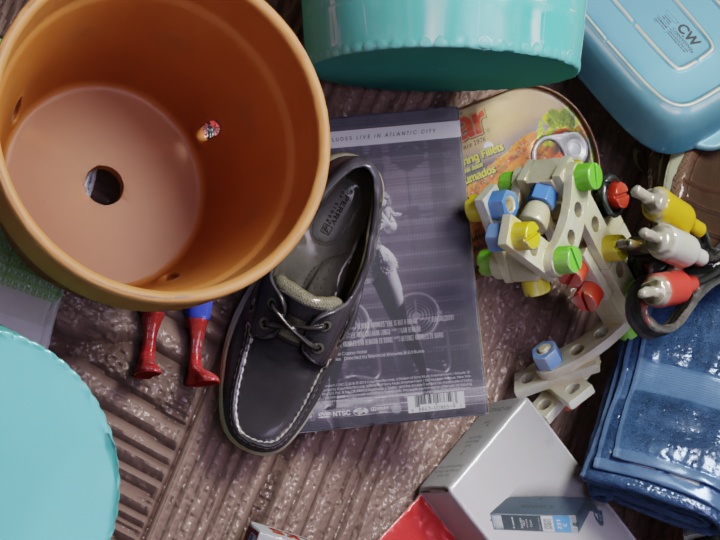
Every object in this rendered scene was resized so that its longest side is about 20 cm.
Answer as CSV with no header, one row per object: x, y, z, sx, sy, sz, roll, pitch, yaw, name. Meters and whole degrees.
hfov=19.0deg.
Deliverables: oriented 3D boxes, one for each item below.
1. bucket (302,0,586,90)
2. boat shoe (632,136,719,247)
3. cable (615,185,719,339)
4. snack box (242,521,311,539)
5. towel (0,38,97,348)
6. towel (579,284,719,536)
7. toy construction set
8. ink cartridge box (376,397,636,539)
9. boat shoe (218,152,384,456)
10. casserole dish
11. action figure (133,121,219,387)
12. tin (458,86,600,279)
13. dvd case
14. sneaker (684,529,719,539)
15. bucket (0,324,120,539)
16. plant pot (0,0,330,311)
0.053,-0.193,1.372,0.206,0.207,0.136,3,86,-30,bucket
0.232,-0.076,1.535,0.075,0.075,0.204,36,58,-30,boat shoe
0.237,-0.002,1.438,0.199,0.050,0.098,4,85,-44,cable
0.007,0.223,1.376,0.199,0.024,0.072,20,94,-23,snack box
-0.232,-0.044,1.286,0.148,0.031,0.202,23,72,-27,towel
0.227,0.080,1.481,0.111,0.049,0.201,17,55,7,towel
0.138,0.006,1.424,0.132,0.091,0.201,-59,145,-38,toy construction set
0.107,0.218,1.444,0.176,0.045,0.200,-46,106,-28,ink cartridge box
-0.036,0.019,1.345,0.071,0.065,0.201,24,85,-2,boat shoe
0.201,-0.172,1.502,0.121,0.039,0.200,-32,73,-20,casserole dish
-0.104,-0.031,1.352,0.065,0.052,0.202,9,77,-24,action figure
0.077,-0.057,1.465,0.199,0.042,0.113,-23,99,-30,tin
0.000,0.000,1.390,0.147,0.016,0.202,-5,87,-4,dvd case
0.258,0.181,1.522,0.116,0.074,0.201,71,20,-48,sneaker
-0.236,0.115,1.185,0.206,0.135,0.209,-1,91,-24,bucket
-0.134,-0.064,1.244,0.198,0.140,0.202,6,74,-22,plant pot
